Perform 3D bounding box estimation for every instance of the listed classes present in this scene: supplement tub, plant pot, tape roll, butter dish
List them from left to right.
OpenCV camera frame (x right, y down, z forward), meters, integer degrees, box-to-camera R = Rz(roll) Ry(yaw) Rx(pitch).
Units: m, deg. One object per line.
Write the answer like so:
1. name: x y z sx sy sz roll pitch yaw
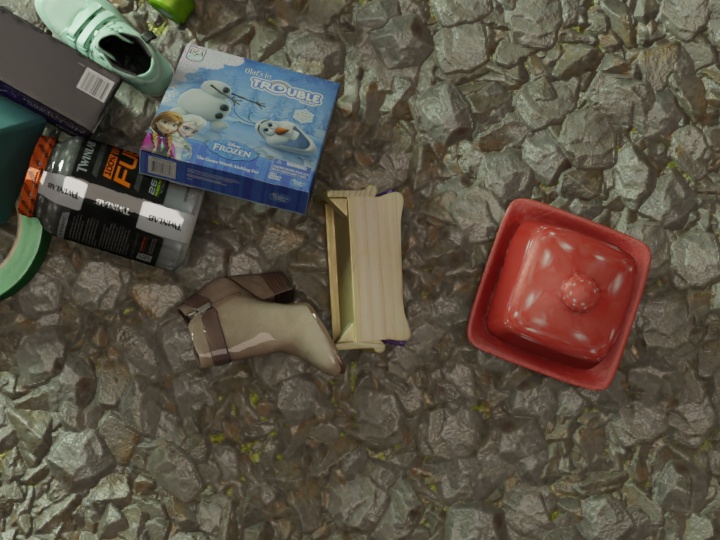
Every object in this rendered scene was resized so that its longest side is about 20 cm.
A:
1. plant pot: -0.467 -0.123 1.197 0.140 0.200 0.142 27 105 -1
2. tape roll: -0.482 -0.056 1.334 0.198 0.048 0.202 0 88 -3
3. supplement tub: -0.292 -0.083 1.289 0.198 0.122 0.124 17 87 -13
4. butter dish: 0.249 0.028 1.309 0.198 0.148 0.202 20 87 -1

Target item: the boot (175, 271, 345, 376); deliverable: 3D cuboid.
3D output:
1. boot: -0.126 0.079 1.296 0.145 0.071 0.200 -23 46 -20

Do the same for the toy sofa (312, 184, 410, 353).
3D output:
1. toy sofa: 0.000 0.000 1.332 0.097 0.083 0.202 -3 88 -15

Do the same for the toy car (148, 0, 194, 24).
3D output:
1. toy car: -0.230 -0.412 1.281 0.157 0.200 0.165 30 87 -1

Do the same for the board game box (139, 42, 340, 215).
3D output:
1. board game box: -0.138 -0.172 1.299 0.198 0.044 0.200 14 48 -2

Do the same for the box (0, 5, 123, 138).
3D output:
1. box: -0.388 -0.235 1.272 0.199 0.141 0.079 29 85 -17

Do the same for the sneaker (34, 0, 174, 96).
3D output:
1. sneaker: -0.314 -0.292 1.314 0.200 0.118 0.074 35 88 1
